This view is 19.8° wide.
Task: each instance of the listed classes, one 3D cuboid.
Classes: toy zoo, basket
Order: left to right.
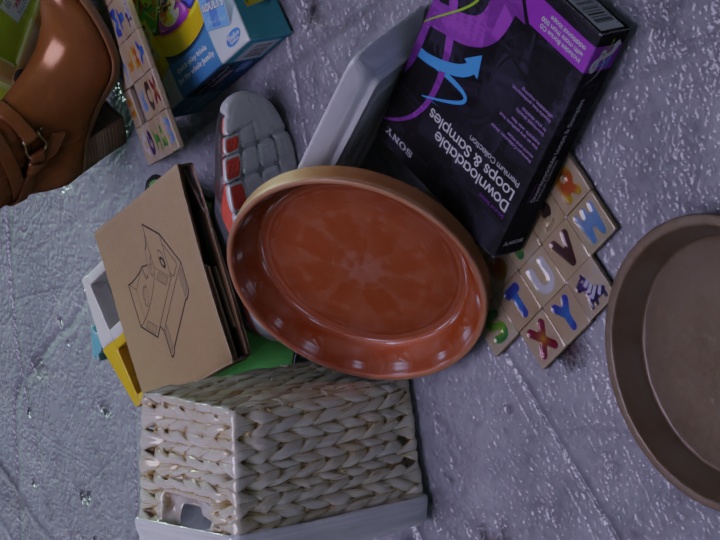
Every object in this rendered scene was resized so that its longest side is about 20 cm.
[{"bbox_3d":[-0.187,0.036,1.834,0.200,0.020,0.132,-39,72,48],"label":"toy zoo"},{"bbox_3d":[-0.062,0.145,1.590,0.135,0.199,0.124,6,102,48],"label":"basket"}]

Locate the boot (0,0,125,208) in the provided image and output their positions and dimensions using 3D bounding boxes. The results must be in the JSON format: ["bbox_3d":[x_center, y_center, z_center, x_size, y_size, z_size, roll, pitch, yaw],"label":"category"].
[{"bbox_3d":[-0.280,-0.142,1.740,0.074,0.154,0.201,36,147,40],"label":"boot"}]

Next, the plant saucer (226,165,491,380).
[{"bbox_3d":[0.000,0.000,1.514,0.199,0.032,0.201,12,136,12],"label":"plant saucer"}]

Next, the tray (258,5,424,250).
[{"bbox_3d":[-0.009,-0.100,1.526,0.022,0.107,0.201,37,131,10],"label":"tray"}]

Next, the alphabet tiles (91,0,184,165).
[{"bbox_3d":[-0.195,-0.189,1.706,0.167,0.007,0.201,173,77,-76],"label":"alphabet tiles"}]

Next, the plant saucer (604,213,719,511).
[{"bbox_3d":[0.241,0.060,1.338,0.199,0.029,0.202,18,115,44],"label":"plant saucer"}]

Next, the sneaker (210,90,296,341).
[{"bbox_3d":[-0.100,-0.042,1.657,0.082,0.077,0.202,0,97,47],"label":"sneaker"}]

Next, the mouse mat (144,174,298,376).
[{"bbox_3d":[-0.122,0.021,1.737,0.199,0.008,0.162,24,113,37],"label":"mouse mat"}]

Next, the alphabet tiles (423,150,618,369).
[{"bbox_3d":[0.106,-0.037,1.482,0.201,0.006,0.167,59,138,19],"label":"alphabet tiles"}]

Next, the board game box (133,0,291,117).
[{"bbox_3d":[-0.149,-0.247,1.681,0.151,0.047,0.201,-33,76,49],"label":"board game box"}]

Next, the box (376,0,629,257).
[{"bbox_3d":[0.094,-0.129,1.435,0.143,0.036,0.201,48,134,29],"label":"box"}]

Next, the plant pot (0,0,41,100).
[{"bbox_3d":[-0.377,-0.252,1.793,0.181,0.199,0.201,10,78,40],"label":"plant pot"}]

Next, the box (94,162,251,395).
[{"bbox_3d":[-0.159,0.016,1.707,0.200,0.021,0.165,-29,77,61],"label":"box"}]
